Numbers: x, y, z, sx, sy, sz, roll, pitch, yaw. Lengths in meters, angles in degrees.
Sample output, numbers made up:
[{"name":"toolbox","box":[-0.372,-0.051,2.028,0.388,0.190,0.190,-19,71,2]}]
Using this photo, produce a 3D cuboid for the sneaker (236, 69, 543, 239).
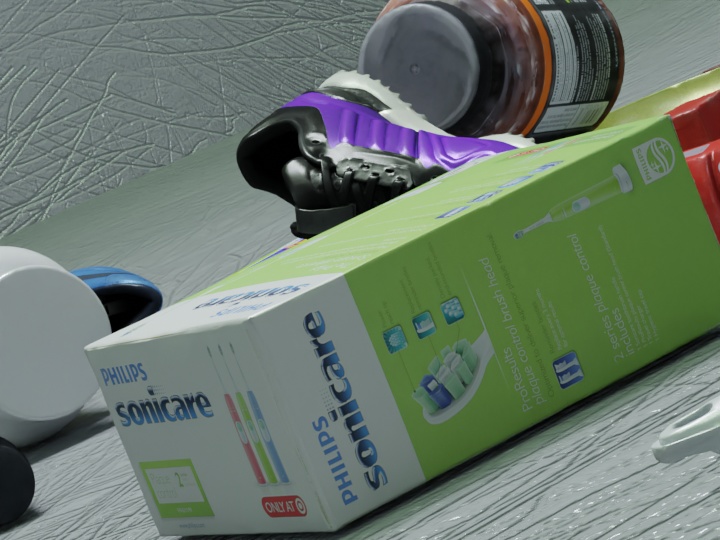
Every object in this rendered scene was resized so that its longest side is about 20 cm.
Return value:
[{"name":"sneaker","box":[0.016,-0.035,1.434,0.099,0.070,0.200,-22,32,-37]}]

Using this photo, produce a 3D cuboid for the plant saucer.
[{"name":"plant saucer","box":[0.196,-0.089,1.715,0.199,0.031,0.200,-23,7,3]}]

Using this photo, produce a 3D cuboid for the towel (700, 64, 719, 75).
[{"name":"towel","box":[0.339,-0.168,1.955,0.200,0.023,0.144,-25,4,-38]}]

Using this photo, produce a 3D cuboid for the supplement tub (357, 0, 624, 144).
[{"name":"supplement tub","box":[0.069,-0.114,1.620,0.107,0.107,0.200,-19,-3,25]}]

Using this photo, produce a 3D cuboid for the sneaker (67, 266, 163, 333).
[{"name":"sneaker","box":[-0.213,0.048,1.807,0.200,0.066,0.078,-25,11,-30]}]

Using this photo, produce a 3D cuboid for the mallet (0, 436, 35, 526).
[{"name":"mallet","box":[-0.236,0.132,1.317,0.200,0.041,0.066,-30,11,-22]}]

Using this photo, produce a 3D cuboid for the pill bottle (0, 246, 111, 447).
[{"name":"pill bottle","box":[-0.208,0.044,1.602,0.111,0.112,0.200,-25,6,-25]}]

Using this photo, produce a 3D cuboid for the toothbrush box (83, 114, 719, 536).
[{"name":"toothbrush box","box":[0.019,0.022,1.103,0.200,0.086,0.145,-25,7,-30]}]

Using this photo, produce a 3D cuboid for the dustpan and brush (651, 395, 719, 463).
[{"name":"dustpan and brush","box":[0.164,0.024,0.684,0.199,0.057,0.140,-23,6,-12]}]

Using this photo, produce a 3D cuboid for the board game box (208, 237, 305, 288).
[{"name":"board game box","box":[0.000,0.000,1.560,0.134,0.045,0.200,-18,7,35]}]

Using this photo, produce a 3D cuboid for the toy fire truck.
[{"name":"toy fire truck","box":[0.172,-0.049,1.361,0.141,0.049,0.200,-18,8,35]}]
